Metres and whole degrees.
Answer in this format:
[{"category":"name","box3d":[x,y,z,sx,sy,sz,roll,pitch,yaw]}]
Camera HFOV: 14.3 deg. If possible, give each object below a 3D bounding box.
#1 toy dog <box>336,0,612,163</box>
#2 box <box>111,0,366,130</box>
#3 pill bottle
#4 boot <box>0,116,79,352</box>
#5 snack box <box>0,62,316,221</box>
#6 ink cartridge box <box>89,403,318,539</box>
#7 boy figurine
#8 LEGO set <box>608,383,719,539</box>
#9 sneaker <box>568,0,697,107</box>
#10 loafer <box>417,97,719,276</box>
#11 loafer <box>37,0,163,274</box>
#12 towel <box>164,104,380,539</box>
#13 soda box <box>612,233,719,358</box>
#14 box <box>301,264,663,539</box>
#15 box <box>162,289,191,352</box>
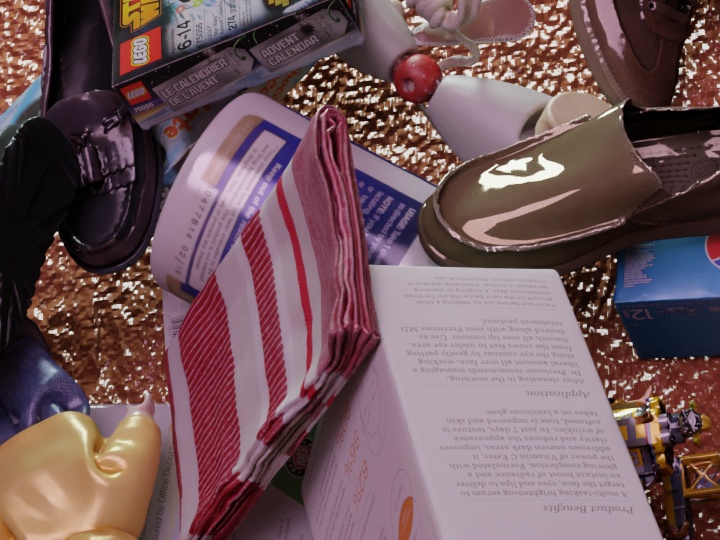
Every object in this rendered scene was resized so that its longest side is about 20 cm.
[{"category":"toy dog","box3d":[0.078,-0.095,1.578,0.132,0.096,0.201,-37,84,42]},{"category":"box","box3d":[-0.069,-0.178,1.590,0.136,0.040,0.201,-21,42,16]},{"category":"pill bottle","box3d":[0.000,0.000,1.531,0.199,0.120,0.120,28,75,13]},{"category":"boot","box3d":[-0.245,0.003,1.527,0.162,0.074,0.199,-20,30,33]},{"category":"snack box","box3d":[-0.110,-0.109,1.640,0.200,0.037,0.116,-47,58,-7]},{"category":"ink cartridge box","box3d":[-0.089,0.151,1.516,0.199,0.088,0.146,-1,62,17]},{"category":"boy figurine","box3d":[-0.149,0.112,1.470,0.124,0.064,0.200,-36,57,-2]},{"category":"LEGO set","box3d":[0.181,0.149,1.389,0.115,0.154,0.201,-10,64,14]},{"category":"sneaker","box3d":[0.161,-0.183,1.592,0.075,0.070,0.201,-20,65,38]},{"category":"loafer","box3d":[0.124,-0.049,1.460,0.199,0.068,0.076,-13,53,-4]},{"category":"loafer","box3d":[-0.153,-0.096,1.590,0.071,0.063,0.201,-13,60,15]},{"category":"towel","box3d":[-0.051,0.034,1.423,0.023,0.200,0.145,13,46,-24]},{"category":"soda box","box3d":[0.235,0.000,1.493,0.199,0.068,0.065,-3,61,18]},{"category":"box","box3d":[0.053,0.118,1.350,0.106,0.153,0.201,1,40,-17]},{"category":"box","box3d":[-0.092,-0.029,1.638,0.041,0.039,0.201,-13,60,12]}]
